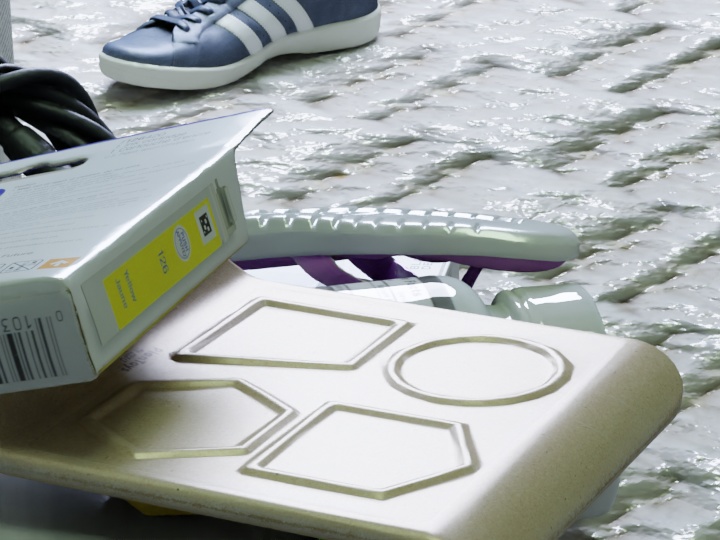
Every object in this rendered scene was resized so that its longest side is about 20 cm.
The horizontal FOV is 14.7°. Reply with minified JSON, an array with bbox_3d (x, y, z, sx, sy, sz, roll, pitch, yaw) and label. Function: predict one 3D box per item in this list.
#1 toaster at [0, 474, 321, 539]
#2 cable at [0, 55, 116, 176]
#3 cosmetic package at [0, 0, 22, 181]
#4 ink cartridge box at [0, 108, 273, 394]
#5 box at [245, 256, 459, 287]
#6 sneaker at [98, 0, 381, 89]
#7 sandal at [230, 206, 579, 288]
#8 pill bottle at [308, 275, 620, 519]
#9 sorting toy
[{"bbox_3d":[-0.080,0.130,0.959,0.199,0.114,0.129,-5,20,-7],"label":"toaster"},{"bbox_3d":[-0.183,-0.034,1.174,0.199,0.051,0.164,18,56,-11],"label":"cable"},{"bbox_3d":[-0.197,-0.064,1.291,0.073,0.201,0.104,-1,17,-2],"label":"cosmetic package"},{"bbox_3d":[-0.147,0.002,1.014,0.197,0.047,0.200,-10,12,23],"label":"ink cartridge box"},{"bbox_3d":[-0.061,0.029,1.253,0.199,0.060,0.117,3,24,9],"label":"box"},{"bbox_3d":[-0.074,-0.167,1.676,0.200,0.085,0.075,-21,30,-38],"label":"sneaker"},{"bbox_3d":[0.004,-0.001,1.192,0.202,0.050,0.082,3,7,33],"label":"sandal"},{"bbox_3d":[-0.004,0.062,1.109,0.199,0.114,0.114,-5,24,-11],"label":"pill bottle"},{"bbox_3d":[-0.009,0.052,0.965,0.199,0.037,0.185,13,24,23],"label":"sorting toy"}]
